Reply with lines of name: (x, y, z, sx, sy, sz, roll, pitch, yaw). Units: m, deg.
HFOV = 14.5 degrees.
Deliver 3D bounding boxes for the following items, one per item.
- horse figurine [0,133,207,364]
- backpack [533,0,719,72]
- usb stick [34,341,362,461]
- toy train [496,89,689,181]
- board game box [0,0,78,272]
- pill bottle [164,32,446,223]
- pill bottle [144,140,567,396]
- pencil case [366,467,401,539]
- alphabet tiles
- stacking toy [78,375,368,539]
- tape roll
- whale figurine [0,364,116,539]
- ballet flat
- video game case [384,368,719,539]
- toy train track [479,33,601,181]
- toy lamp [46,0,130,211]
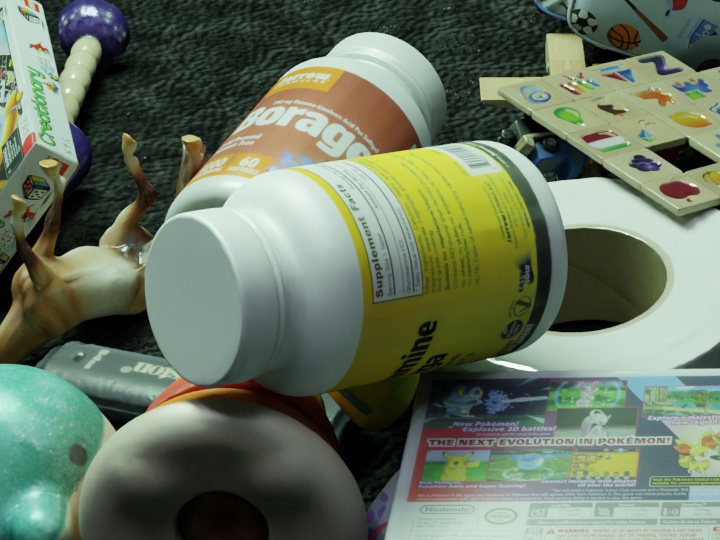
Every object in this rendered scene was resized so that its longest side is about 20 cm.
horse figurine: (-0.155, -0.012, 1.665, 0.050, 0.133, 0.199, 31, 39, 34)
backpack: (0.219, -0.216, 1.805, 0.189, 0.201, 0.155, 14, 40, -13)
usb stick: (-0.092, 0.074, 1.590, 0.199, 0.033, 0.056, 10, 39, 24)
toy train: (0.175, -0.082, 1.725, 0.199, 0.034, 0.046, -7, 70, -23)
board game box: (-0.232, -0.077, 1.762, 0.035, 0.126, 0.200, 27, 23, -27)
pill bottle: (-0.026, -0.056, 1.691, 0.112, 0.113, 0.200, 10, 39, 24)
pill bottle: (-0.003, 0.001, 1.416, 0.199, 0.113, 0.112, -10, 30, -37)
pencil case: (0.089, 0.161, 1.390, 0.090, 0.084, 0.200, -10, 31, -38)
alphabet tiles: (0.209, -0.090, 1.690, 0.199, 0.008, 0.167, -14, 35, -33)
stacking toy: (-0.062, 0.089, 1.482, 0.145, 0.147, 0.200, -3, 28, 7)
tape roll: (0.122, 0.032, 1.575, 0.201, 0.071, 0.203, -5, 36, 3)
whale figurine: (-0.211, 0.131, 1.458, 0.159, 0.104, 0.200, -9, 37, 50)
ballet flat: (0.000, 0.000, 1.538, 0.067, 0.067, 0.201, 29, 38, -26)
video game case: (0.114, 0.111, 1.362, 0.199, 0.023, 0.183, -1, 36, 12)
toy train track: (0.132, -0.075, 1.762, 0.114, 0.033, 0.201, 0, 41, -1)
toy lamp: (-0.191, -0.107, 1.844, 0.058, 0.058, 0.200, -1, 37, 9)
